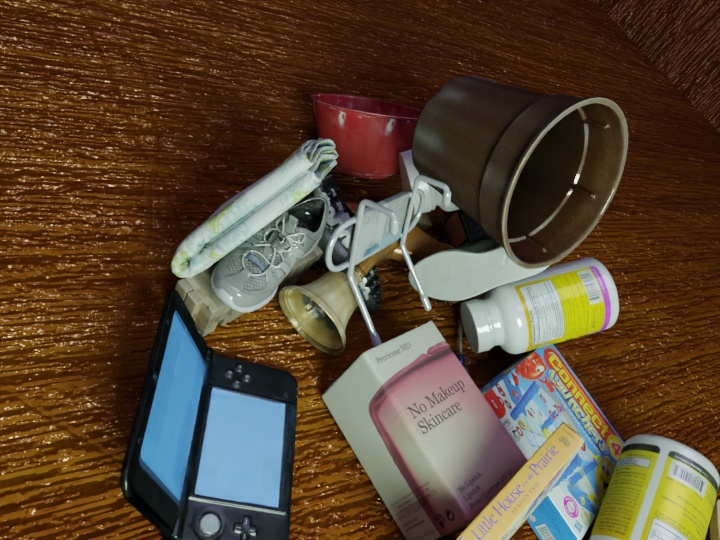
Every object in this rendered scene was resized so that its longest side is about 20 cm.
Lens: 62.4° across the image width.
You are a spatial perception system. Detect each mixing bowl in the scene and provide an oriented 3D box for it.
[{"bbox_3d":[0.010,-0.215,0.967,0.197,0.110,0.201,9,21,-3],"label":"mixing bowl"}]

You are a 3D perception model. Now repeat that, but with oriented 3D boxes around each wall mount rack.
[{"bbox_3d":[0.041,-0.015,0.711,0.074,0.176,0.199,28,36,28],"label":"wall mount rack"}]

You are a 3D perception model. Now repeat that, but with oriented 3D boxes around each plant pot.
[{"bbox_3d":[0.179,-0.138,0.726,0.198,0.203,0.198,-4,31,-36],"label":"plant pot"}]

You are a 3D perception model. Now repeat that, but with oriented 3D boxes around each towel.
[{"bbox_3d":[-0.119,-0.081,0.692,0.048,0.199,0.171,53,15,-11],"label":"towel"}]

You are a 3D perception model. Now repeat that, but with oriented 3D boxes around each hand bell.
[{"bbox_3d":[0.000,0.000,0.755,0.104,0.104,0.200,41,59,6],"label":"hand bell"}]

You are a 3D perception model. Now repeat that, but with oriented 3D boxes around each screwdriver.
[{"bbox_3d":[0.146,0.110,0.856,0.029,0.028,0.201,51,33,-31],"label":"screwdriver"}]

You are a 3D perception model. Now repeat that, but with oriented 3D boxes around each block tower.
[{"bbox_3d":[-0.135,0.010,0.734,0.054,0.058,0.199,47,44,11],"label":"block tower"}]

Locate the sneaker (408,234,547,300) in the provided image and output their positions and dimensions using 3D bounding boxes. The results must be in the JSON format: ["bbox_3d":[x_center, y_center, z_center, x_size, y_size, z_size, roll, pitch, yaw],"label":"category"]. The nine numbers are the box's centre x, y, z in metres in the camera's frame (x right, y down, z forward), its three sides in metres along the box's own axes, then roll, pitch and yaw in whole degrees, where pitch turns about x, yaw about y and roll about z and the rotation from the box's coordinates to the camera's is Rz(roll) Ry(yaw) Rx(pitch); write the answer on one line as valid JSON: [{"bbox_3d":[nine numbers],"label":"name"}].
[{"bbox_3d":[0.169,-0.014,0.832,0.072,0.198,0.099,71,22,-11],"label":"sneaker"}]

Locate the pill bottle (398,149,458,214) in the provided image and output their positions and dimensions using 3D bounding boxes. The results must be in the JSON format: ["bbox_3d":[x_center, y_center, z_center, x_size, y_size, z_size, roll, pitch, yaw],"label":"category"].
[{"bbox_3d":[0.164,-0.155,0.901,0.197,0.114,0.114,-15,55,-1],"label":"pill bottle"}]

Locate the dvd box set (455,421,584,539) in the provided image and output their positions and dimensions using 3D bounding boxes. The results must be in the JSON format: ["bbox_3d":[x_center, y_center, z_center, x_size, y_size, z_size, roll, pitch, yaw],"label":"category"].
[{"bbox_3d":[0.136,0.254,0.590,0.199,0.147,0.029,-36,58,-26],"label":"dvd box set"}]

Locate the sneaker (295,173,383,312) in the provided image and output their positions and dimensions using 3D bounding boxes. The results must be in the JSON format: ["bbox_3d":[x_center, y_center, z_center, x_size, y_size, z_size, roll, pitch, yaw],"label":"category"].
[{"bbox_3d":[-0.039,-0.028,0.828,0.202,0.090,0.066,64,22,-6],"label":"sneaker"}]

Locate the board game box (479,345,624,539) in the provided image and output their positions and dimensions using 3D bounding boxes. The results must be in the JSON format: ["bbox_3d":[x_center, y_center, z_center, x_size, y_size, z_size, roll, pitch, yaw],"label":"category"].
[{"bbox_3d":[0.249,0.219,0.791,0.195,0.056,0.201,-24,76,-44],"label":"board game box"}]

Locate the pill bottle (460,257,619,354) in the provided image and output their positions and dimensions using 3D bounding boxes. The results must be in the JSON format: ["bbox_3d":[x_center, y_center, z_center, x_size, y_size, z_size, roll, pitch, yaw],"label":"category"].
[{"bbox_3d":[0.245,0.054,0.828,0.197,0.105,0.105,-14,56,-5],"label":"pill bottle"}]

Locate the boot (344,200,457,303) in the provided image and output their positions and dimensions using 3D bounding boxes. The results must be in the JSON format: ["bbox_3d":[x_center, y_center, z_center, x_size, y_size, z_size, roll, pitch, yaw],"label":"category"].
[{"bbox_3d":[0.058,-0.028,0.890,0.153,0.074,0.201,3,41,-33],"label":"boot"}]

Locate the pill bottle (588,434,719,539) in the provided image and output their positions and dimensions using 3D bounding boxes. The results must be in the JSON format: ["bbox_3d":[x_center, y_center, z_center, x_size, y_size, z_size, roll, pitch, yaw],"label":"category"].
[{"bbox_3d":[0.335,0.306,0.694,0.112,0.113,0.201,36,63,0],"label":"pill bottle"}]

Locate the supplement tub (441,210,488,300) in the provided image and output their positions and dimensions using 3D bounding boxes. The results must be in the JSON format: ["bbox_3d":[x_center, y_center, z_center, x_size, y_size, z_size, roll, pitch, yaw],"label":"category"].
[{"bbox_3d":[0.203,-0.037,0.954,0.121,0.123,0.202,10,49,-27],"label":"supplement tub"}]

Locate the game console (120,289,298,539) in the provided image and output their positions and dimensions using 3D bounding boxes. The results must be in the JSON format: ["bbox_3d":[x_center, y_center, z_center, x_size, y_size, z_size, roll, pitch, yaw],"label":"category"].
[{"bbox_3d":[-0.128,0.146,0.570,0.174,0.117,0.202,18,46,-20],"label":"game console"}]

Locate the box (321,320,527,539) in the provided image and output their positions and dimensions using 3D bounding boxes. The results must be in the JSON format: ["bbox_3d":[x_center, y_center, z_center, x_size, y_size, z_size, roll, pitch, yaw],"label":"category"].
[{"bbox_3d":[0.072,0.181,0.675,0.127,0.109,0.201,-18,67,-43],"label":"box"}]

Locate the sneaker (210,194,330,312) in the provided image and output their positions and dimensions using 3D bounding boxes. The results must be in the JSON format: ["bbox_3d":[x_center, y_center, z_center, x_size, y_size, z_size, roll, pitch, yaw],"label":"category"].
[{"bbox_3d":[-0.101,-0.032,0.690,0.074,0.082,0.200,36,42,0],"label":"sneaker"}]

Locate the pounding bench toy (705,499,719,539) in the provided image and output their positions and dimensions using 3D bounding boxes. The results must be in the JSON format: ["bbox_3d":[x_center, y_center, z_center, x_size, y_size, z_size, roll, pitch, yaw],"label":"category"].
[{"bbox_3d":[0.442,0.360,0.737,0.124,0.156,0.200,36,41,0],"label":"pounding bench toy"}]
